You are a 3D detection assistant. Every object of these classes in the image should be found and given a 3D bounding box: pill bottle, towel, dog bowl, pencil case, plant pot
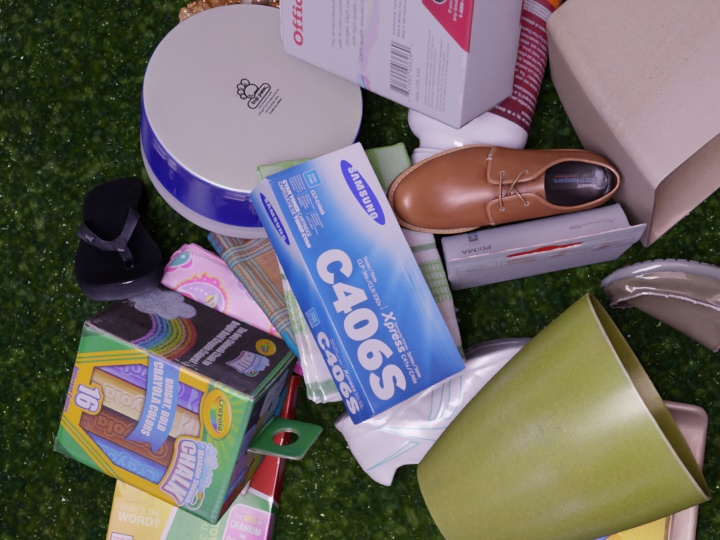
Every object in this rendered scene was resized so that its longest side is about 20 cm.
[{"bbox_3d":[0.107,-0.170,1.020,0.111,0.113,0.203,14,85,7],"label":"pill bottle"},{"bbox_3d":[-0.026,0.005,1.002,0.145,0.022,0.200,-27,60,-25],"label":"towel"},{"bbox_3d":[-0.098,-0.136,1.018,0.197,0.079,0.203,5,63,-9],"label":"dog bowl"},{"bbox_3d":[-0.086,0.040,1.032,0.197,0.087,0.089,19,86,9],"label":"pencil case"},{"bbox_3d":[0.000,0.000,0.942,0.147,0.031,0.203,-10,79,-27],"label":"towel"},{"bbox_3d":[0.267,-0.172,0.971,0.199,0.200,0.178,-39,73,1],"label":"plant pot"},{"bbox_3d":[0.153,0.152,0.934,0.199,0.187,0.189,-33,82,14],"label":"plant pot"}]

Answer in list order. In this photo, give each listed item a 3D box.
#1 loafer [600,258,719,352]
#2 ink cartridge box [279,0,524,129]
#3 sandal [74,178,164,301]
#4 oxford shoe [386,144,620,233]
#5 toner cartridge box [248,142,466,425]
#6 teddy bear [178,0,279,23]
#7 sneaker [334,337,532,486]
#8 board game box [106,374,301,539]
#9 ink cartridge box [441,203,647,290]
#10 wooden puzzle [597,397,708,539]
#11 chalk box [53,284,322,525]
[{"bbox_3d":[0.310,0.035,0.996,0.196,0.075,0.071,6,81,7],"label":"loafer"},{"bbox_3d":[0.031,-0.225,0.922,0.199,0.149,0.085,30,45,31],"label":"ink cartridge box"},{"bbox_3d":[-0.222,-0.035,1.009,0.075,0.201,0.043,-16,124,-9],"label":"sandal"},{"bbox_3d":[0.119,-0.071,0.938,0.197,0.071,0.073,-9,97,-5],"label":"oxford shoe"},{"bbox_3d":[-0.003,0.009,0.897,0.094,0.043,0.202,-23,84,-30],"label":"toner cartridge box"},{"bbox_3d":[-0.130,-0.299,1.082,0.144,0.067,0.202,-30,81,5],"label":"teddy bear"},{"bbox_3d":[0.079,0.124,1.022,0.198,0.070,0.081,-27,91,9],"label":"sneaker"},{"bbox_3d":[-0.146,0.184,1.047,0.150,0.040,0.203,8,85,7],"label":"board game box"},{"bbox_3d":[0.148,-0.028,0.957,0.157,0.200,0.048,-10,82,5],"label":"ink cartridge box"},{"bbox_3d":[0.209,0.209,1.009,0.182,0.037,0.204,8,85,7],"label":"wooden puzzle"},{"bbox_3d":[-0.133,0.116,0.953,0.198,0.125,0.125,24,111,9],"label":"chalk box"}]
